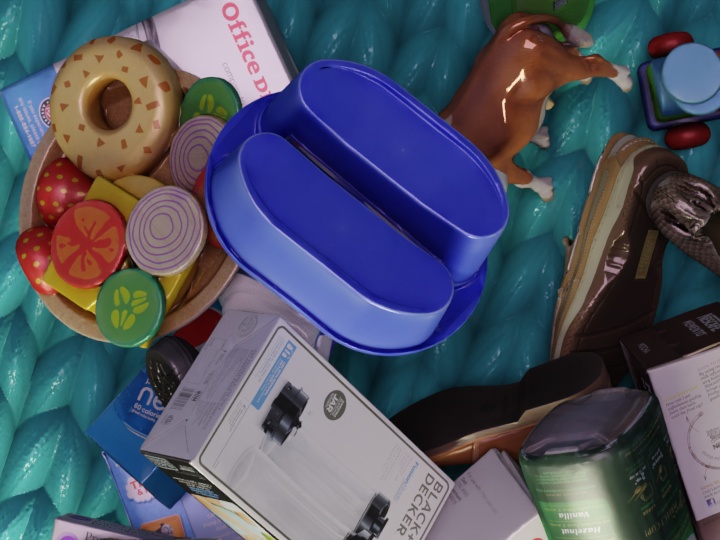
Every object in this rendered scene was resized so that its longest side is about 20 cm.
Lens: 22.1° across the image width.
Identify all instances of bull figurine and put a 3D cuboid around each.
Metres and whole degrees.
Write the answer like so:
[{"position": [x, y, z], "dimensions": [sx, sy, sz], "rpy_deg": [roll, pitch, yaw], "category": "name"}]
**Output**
[{"position": [0.099, -0.104, 1.310], "dimensions": [0.121, 0.200, 0.065], "rpy_deg": [4, 52, -30], "category": "bull figurine"}]

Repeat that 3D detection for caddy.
[{"position": [-0.003, -0.038, 1.170], "dimensions": [0.200, 0.105, 0.141], "rpy_deg": [39, 67, -2], "category": "caddy"}]

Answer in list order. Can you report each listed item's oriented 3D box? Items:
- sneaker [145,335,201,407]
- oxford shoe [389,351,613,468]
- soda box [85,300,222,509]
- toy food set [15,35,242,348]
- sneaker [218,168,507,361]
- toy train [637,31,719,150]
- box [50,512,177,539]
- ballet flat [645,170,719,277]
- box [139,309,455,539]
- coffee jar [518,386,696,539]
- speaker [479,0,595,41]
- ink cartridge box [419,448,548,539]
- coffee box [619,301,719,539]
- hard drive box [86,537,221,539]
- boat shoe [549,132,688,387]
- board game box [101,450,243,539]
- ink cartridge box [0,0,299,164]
[{"position": [-0.066, 0.099, 1.271], "dimensions": [0.104, 0.060, 0.200], "rpy_deg": [-41, 124, -22], "category": "sneaker"}, {"position": [0.095, 0.122, 1.322], "dimensions": [0.199, 0.071, 0.071], "rpy_deg": [-16, 121, 27], "category": "oxford shoe"}, {"position": [-0.100, 0.070, 1.324], "dimensions": [0.064, 0.068, 0.200], "rpy_deg": [37, 79, 24], "category": "soda box"}, {"position": [-0.153, -0.049, 1.253], "dimensions": [0.198, 0.049, 0.200], "rpy_deg": [30, 93, 27], "category": "toy food set"}, {"position": [0.000, 0.000, 1.258], "dimensions": [0.199, 0.081, 0.147], "rpy_deg": [1, 81, 8], "category": "sneaker"}, {"position": [0.300, -0.145, 1.299], "dimensions": [0.199, 0.116, 0.085], "rpy_deg": [-10, 88, 5], "category": "toy train"}, {"position": [-0.125, 0.216, 1.326], "dimensions": [0.199, 0.039, 0.042], "rpy_deg": [13, 90, 6], "category": "box"}, {"position": [0.284, -0.009, 1.294], "dimensions": [0.200, 0.046, 0.067], "rpy_deg": [31, 94, -25], "category": "ballet flat"}, {"position": [-0.037, 0.130, 1.216], "dimensions": [0.200, 0.060, 0.117], "rpy_deg": [47, 64, -33], "category": "box"}, {"position": [0.176, 0.186, 1.212], "dimensions": [0.085, 0.104, 0.201], "rpy_deg": [-10, 106, 32], "category": "coffee jar"}, {"position": [0.120, -0.216, 1.268], "dimensions": [0.088, 0.200, 0.089], "rpy_deg": [-2, 76, 6], "category": "speaker"}, {"position": [0.072, 0.244, 1.292], "dimensions": [0.200, 0.084, 0.146], "rpy_deg": [-41, 126, 3], "category": "ink cartridge box"}, {"position": [0.254, 0.135, 1.278], "dimensions": [0.080, 0.113, 0.201], "rpy_deg": [-19, 100, 2], "category": "coffee box"}, {"position": [-0.121, 0.283, 1.258], "dimensions": [0.156, 0.077, 0.200], "rpy_deg": [-7, 118, 43], "category": "hard drive box"}, {"position": [0.176, -0.002, 1.334], "dimensions": [0.071, 0.076, 0.201], "rpy_deg": [9, 108, -34], "category": "boat shoe"}, {"position": [-0.085, 0.199, 1.362], "dimensions": [0.151, 0.037, 0.201], "rpy_deg": [-21, 87, 4], "category": "board game box"}, {"position": [-0.138, -0.106, 1.349], "dimensions": [0.200, 0.084, 0.145], "rpy_deg": [-25, 86, 4], "category": "ink cartridge box"}]
